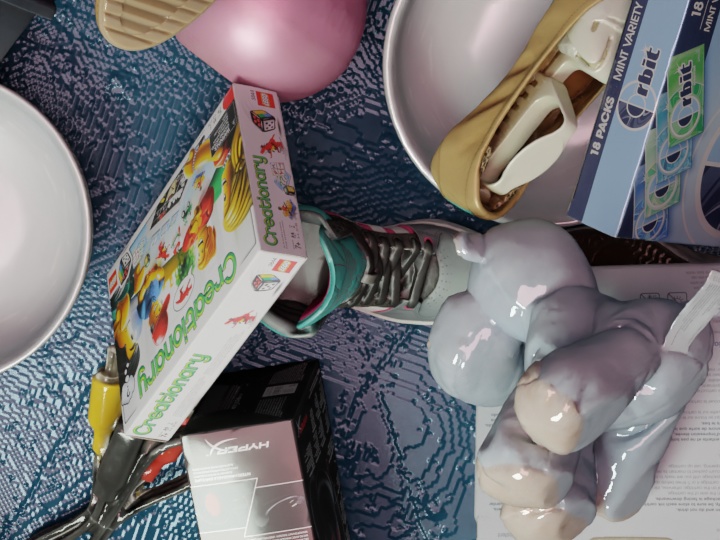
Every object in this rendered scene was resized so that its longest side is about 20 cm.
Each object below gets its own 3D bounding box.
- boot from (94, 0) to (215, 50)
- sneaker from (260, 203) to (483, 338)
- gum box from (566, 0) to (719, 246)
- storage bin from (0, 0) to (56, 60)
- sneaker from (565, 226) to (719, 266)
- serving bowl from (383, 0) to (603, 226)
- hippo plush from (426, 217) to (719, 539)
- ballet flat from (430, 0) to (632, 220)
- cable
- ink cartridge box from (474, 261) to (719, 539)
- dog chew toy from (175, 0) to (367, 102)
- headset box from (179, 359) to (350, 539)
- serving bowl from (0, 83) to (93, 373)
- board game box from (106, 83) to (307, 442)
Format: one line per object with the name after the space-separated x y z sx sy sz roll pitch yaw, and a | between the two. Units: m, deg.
-0.111 -0.235 1.281 0.072 0.166 0.200 26 98 -27 | boot
0.000 0.000 1.345 0.200 0.121 0.084 9 103 2 | sneaker
0.224 -0.099 1.279 0.045 0.200 0.170 28 107 43 | gum box
-0.302 -0.169 1.293 0.200 0.146 0.134 33 96 14 | storage bin
0.211 0.023 1.365 0.200 0.085 0.073 15 89 24 | sneaker
0.112 -0.132 1.324 0.200 0.066 0.201 0 105 -2 | serving bowl
0.104 0.039 1.224 0.161 0.159 0.200 43 114 31 | hippo plush
0.123 -0.110 1.257 0.069 0.063 0.200 28 107 -37 | ballet flat
-0.162 0.147 1.441 0.097 0.050 0.200 25 115 -7 | cable
0.167 0.096 1.299 0.196 0.043 0.200 -1 81 18 | ink cartridge box
-0.027 -0.202 1.308 0.124 0.125 0.200 37 94 -4 | dog chew toy
-0.051 0.174 1.373 0.075 0.149 0.200 -9 102 7 | headset box
-0.264 -0.029 1.382 0.200 0.066 0.201 1 96 6 | serving bowl
-0.097 -0.002 1.311 0.035 0.126 0.200 10 139 -27 | board game box
